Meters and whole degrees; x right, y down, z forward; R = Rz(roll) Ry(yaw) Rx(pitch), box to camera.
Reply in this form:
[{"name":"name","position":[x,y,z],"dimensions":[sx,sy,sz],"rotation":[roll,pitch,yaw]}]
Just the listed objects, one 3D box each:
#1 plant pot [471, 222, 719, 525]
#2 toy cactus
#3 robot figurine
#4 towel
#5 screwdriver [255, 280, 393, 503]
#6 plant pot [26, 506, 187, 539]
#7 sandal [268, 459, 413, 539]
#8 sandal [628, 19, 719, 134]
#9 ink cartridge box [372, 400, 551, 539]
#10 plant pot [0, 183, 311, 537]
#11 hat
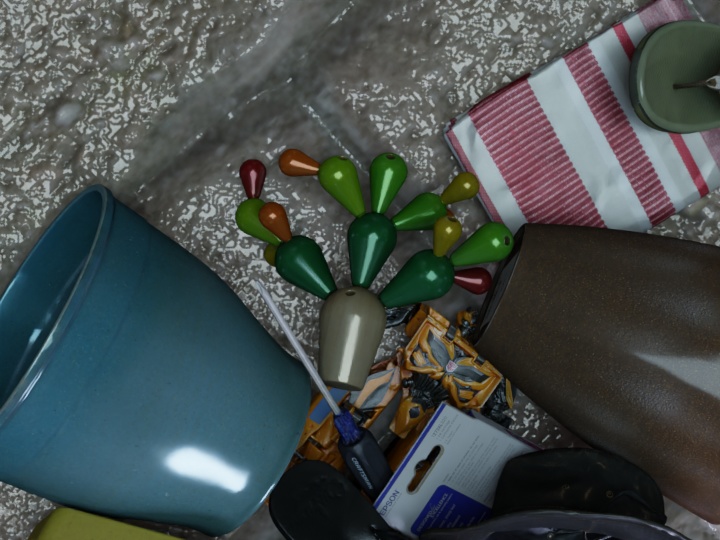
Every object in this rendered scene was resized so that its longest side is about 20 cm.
[{"name":"plant pot","position":[0.185,0.049,0.966],"dimensions":[0.200,0.187,0.187],"rotation":[22,93,-1]},{"name":"toy cactus","position":[0.000,0.000,0.967],"dimensions":[0.200,0.102,0.165],"rotation":[10,76,7]},{"name":"robot figurine","position":[0.026,0.110,1.007],"dimensions":[0.145,0.058,0.200],"rotation":[37,91,-11]},{"name":"towel","position":[0.176,-0.092,1.022],"dimensions":[0.200,0.023,0.144],"rotation":[-30,99,-1]},{"name":"screwdriver","position":[-0.020,0.082,0.919],"dimensions":[0.028,0.029,0.200],"rotation":[-46,130,-26]},{"name":"plant pot","position":[-0.164,0.261,0.920],"dimensions":[0.200,0.200,0.177],"rotation":[18,69,-13]},{"name":"sandal","position":[0.021,0.201,0.901],"dimensions":[0.200,0.045,0.075],"rotation":[44,64,3]},{"name":"sandal","position":[0.277,-0.137,0.988],"dimensions":[0.201,0.057,0.080],"rotation":[-1,89,-21]},{"name":"ink cartridge box","position":[0.097,0.163,0.995],"dimensions":[0.200,0.037,0.095],"rotation":[31,95,-33]},{"name":"plant pot","position":[-0.143,0.075,0.929],"dimensions":[0.188,0.200,0.200],"rotation":[31,92,-22]},{"name":"hat","position":[0.141,0.164,0.937],"dimensions":[0.200,0.201,0.081],"rotation":[12,62,-7]}]
